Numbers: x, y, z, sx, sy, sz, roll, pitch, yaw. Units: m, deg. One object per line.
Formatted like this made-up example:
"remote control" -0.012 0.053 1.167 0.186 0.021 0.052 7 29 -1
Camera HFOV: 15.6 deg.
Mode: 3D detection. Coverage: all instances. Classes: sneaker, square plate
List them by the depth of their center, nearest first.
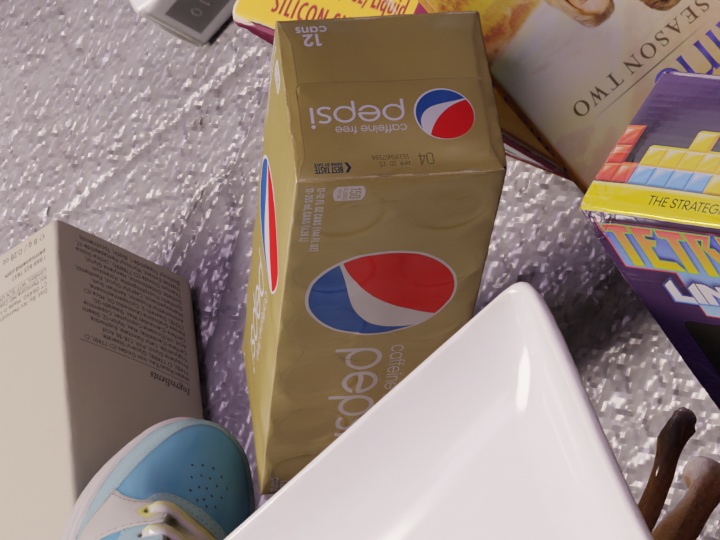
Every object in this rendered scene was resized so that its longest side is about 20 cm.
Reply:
"square plate" 0.016 0.136 0.713 0.198 0.028 0.200 -43 46 21
"sneaker" -0.055 0.113 0.883 0.131 0.079 0.200 -42 23 45

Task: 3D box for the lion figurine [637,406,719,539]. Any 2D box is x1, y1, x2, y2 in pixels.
"lion figurine" 0.036 0.107 0.840 0.123 0.072 0.200 -55 6 -24

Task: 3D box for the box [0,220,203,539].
"box" -0.106 0.088 1.019 0.068 0.082 0.201 -30 50 32

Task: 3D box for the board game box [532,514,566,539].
"board game box" 0.058 0.184 0.768 0.201 0.135 0.034 -62 17 2

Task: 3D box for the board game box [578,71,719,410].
"board game box" 0.179 0.026 0.700 0.200 0.165 0.057 11 57 46

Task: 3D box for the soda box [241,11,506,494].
"soda box" 0.000 0.000 0.882 0.200 0.067 0.064 99 165 -56

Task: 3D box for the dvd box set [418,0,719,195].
"dvd box set" 0.089 -0.116 0.851 0.146 0.029 0.200 -40 84 1

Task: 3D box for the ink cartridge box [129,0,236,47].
"ink cartridge box" -0.050 -0.224 1.141 0.200 0.043 0.174 -47 44 18

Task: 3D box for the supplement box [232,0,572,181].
"supplement box" 0.064 -0.147 0.947 0.131 0.103 0.201 23 88 48
